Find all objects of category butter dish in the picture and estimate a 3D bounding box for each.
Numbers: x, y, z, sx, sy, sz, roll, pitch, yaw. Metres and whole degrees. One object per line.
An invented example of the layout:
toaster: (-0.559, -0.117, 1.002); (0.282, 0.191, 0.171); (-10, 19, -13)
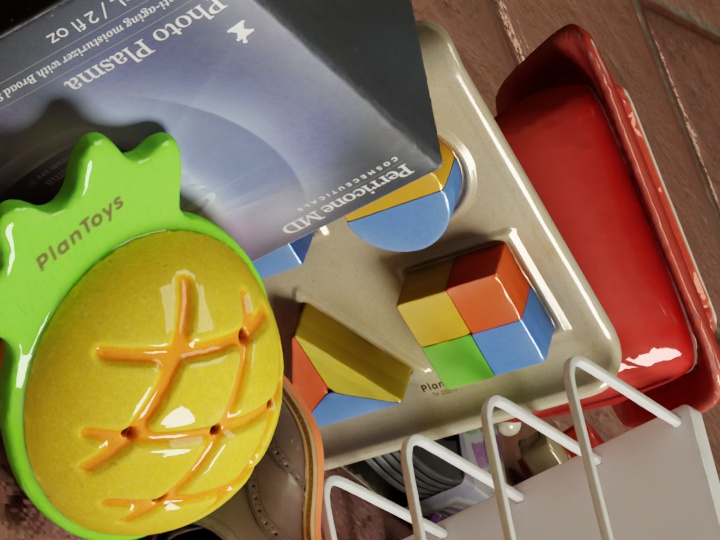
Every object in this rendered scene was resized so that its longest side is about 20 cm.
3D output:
butter dish: (0.075, 0.002, 1.433); (0.200, 0.147, 0.200); (144, -75, -77)

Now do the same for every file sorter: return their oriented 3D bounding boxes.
file sorter: (0.061, 0.147, 1.334); (0.124, 0.200, 0.139); (30, 40, -47)

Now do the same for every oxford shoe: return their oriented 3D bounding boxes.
oxford shoe: (-0.059, 0.104, 1.282); (0.072, 0.071, 0.200); (15, 38, -35)

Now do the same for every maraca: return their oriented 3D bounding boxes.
maraca: (-0.098, 0.031, 1.184); (0.137, 0.107, 0.200); (-44, 138, -23)

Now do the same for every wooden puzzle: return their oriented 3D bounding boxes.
wooden puzzle: (0.000, 0.000, 1.332); (0.200, 0.185, 0.046); (61, 29, -23)

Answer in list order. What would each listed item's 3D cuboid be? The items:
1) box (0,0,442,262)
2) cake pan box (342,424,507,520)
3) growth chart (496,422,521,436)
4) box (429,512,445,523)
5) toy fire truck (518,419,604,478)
box: (-0.102, -0.090, 1.213); (0.198, 0.200, 0.124); (38, 33, -47)
cake pan box: (0.005, 0.029, 1.527); (0.184, 0.052, 0.200); (39, 33, -42)
growth chart: (0.037, -0.004, 1.547); (0.200, 0.018, 0.145); (49, 26, -35)
box: (0.116, 0.216, 1.503); (0.200, 0.039, 0.137); (42, -3, -43)
toy fire truck: (0.123, 0.137, 1.599); (0.141, 0.049, 0.200); (62, 8, 25)
